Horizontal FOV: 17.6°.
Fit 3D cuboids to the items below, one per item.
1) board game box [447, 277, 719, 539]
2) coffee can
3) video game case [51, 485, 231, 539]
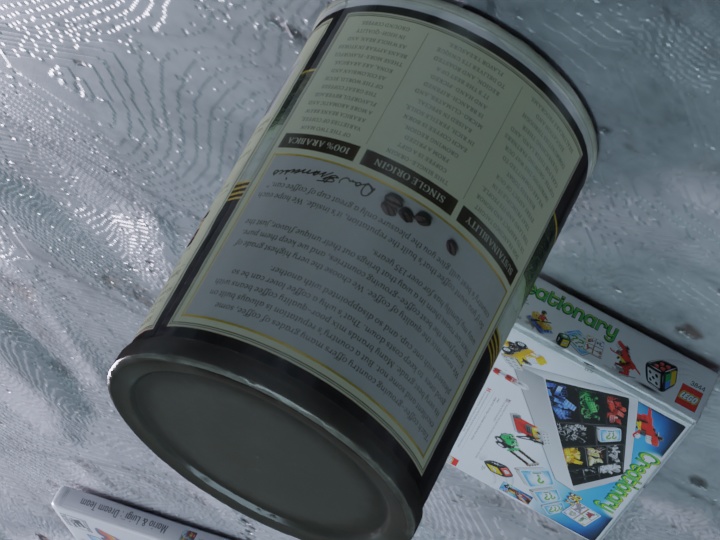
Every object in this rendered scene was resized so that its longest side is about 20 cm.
[{"bbox_3d":[0.102,0.074,1.237,0.126,0.035,0.200,28,154,3],"label":"board game box"},{"bbox_3d":[0.000,0.000,1.015,0.145,0.201,0.147,23,154,12],"label":"coffee can"},{"bbox_3d":[-0.129,0.246,1.798,0.181,0.024,0.201,14,150,27],"label":"video game case"}]
